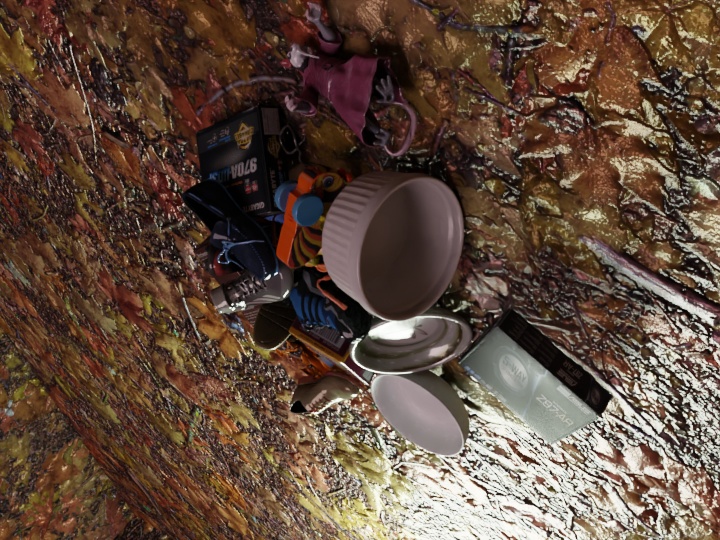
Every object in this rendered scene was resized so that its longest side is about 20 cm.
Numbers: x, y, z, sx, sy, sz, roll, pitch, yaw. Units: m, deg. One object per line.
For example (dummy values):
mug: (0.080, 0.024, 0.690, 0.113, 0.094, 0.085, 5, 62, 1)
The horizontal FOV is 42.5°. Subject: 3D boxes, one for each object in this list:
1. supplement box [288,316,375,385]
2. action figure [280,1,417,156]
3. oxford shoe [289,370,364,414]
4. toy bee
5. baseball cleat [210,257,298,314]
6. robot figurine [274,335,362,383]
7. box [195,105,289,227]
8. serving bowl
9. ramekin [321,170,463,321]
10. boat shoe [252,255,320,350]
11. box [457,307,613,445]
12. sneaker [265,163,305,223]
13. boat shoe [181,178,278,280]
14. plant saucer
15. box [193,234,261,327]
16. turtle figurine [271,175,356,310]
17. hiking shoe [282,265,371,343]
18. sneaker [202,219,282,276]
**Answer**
supplement box: (-0.031, 0.116, 1.574, 0.109, 0.086, 0.200, 29, 172, 20)
action figure: (-0.023, -0.252, 1.205, 0.199, 0.135, 0.148, 35, -166, 36)
oxford shoe: (-0.064, 0.238, 1.735, 0.070, 0.075, 0.199, 40, 149, -18)
toy bee: (-0.059, -0.102, 1.316, 0.132, 0.108, 0.201, 57, 143, 30)
baseball cleat: (-0.174, 0.033, 1.464, 0.200, 0.106, 0.071, -32, 82, 59)
robot figurine: (-0.089, 0.162, 1.778, 0.199, 0.059, 0.145, 37, 150, -10)
box: (-0.185, -0.158, 1.449, 0.199, 0.046, 0.162, -7, 90, 52)
serving bowl: (0.115, 0.235, 1.644, 0.199, 0.066, 0.201, 29, 146, 22)
ramekin: (0.038, -0.041, 1.271, 0.104, 0.200, 0.202, 22, 145, 45)
boat shoe: (-0.121, 0.053, 1.572, 0.071, 0.203, 0.066, 21, 156, 6)
box: (0.260, 0.165, 1.409, 0.200, 0.044, 0.160, 41, 150, 3)
sneaker: (-0.122, -0.089, 1.506, 0.199, 0.077, 0.112, -25, 100, 51)
boat shoe: (-0.202, -0.052, 1.402, 0.200, 0.068, 0.085, 44, 137, 29)
plant saucer: (0.077, 0.099, 1.469, 0.197, 0.051, 0.201, -7, 148, -4)
box: (-0.205, 0.013, 1.700, 0.201, 0.075, 0.100, 54, 148, -13)
turtle figurine: (-0.038, -0.053, 1.386, 0.162, 0.064, 0.201, -49, 61, 20)
hiking shoe: (-0.051, 0.064, 1.433, 0.074, 0.088, 0.200, 13, -159, -37)
sneaker: (-0.178, -0.036, 1.543, 0.097, 0.200, 0.072, 14, 112, 25)
